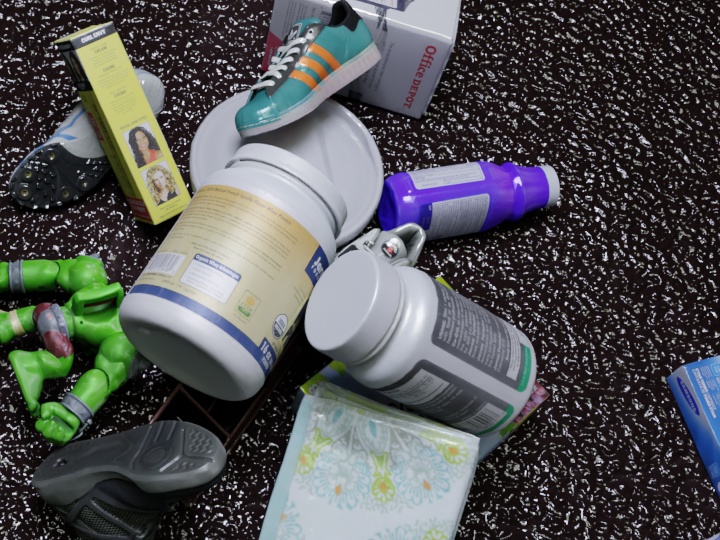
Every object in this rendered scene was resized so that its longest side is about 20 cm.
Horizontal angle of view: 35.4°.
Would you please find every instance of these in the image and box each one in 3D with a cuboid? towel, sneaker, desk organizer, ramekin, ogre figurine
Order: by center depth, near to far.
[{"bbox_3d":[-0.184,0.198,0.991,0.115,0.199,0.076,60,30,-26],"label":"sneaker"},{"bbox_3d":[0.004,0.219,1.030,0.170,0.048,0.201,17,87,12],"label":"towel"},{"bbox_3d":[-0.278,0.060,1.069,0.119,0.098,0.200,-22,43,-18],"label":"ogre figurine"},{"bbox_3d":[-0.133,0.117,1.087,0.072,0.077,0.200,32,61,5],"label":"desk organizer"},{"bbox_3d":[0.000,0.000,1.127,0.074,0.089,0.200,43,37,7],"label":"sneaker"},{"bbox_3d":[-0.065,-0.207,1.151,0.200,0.071,0.080,-42,113,-35],"label":"sneaker"},{"bbox_3d":[-0.081,-0.088,1.195,0.201,0.094,0.203,5,62,-9],"label":"ramekin"},{"bbox_3d":[-0.291,-0.138,1.198,0.200,0.072,0.072,-45,119,-17],"label":"sneaker"}]

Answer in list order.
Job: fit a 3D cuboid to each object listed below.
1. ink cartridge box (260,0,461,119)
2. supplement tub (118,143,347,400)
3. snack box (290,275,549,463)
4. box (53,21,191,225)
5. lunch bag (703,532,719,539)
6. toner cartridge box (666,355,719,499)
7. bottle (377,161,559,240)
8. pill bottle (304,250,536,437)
[{"bbox_3d":[0.000,-0.270,1.277,0.199,0.145,0.085,16,60,-4],"label":"ink cartridge box"},{"bbox_3d":[-0.109,0.000,1.018,0.144,0.145,0.200,29,66,3],"label":"supplement tub"},{"bbox_3d":[0.060,0.131,1.129,0.200,0.068,0.169,-38,78,-25],"label":"snack box"},{"bbox_3d":[-0.239,-0.148,1.143,0.050,0.075,0.201,-30,111,-21],"label":"box"},{"bbox_3d":[0.313,0.312,1.034,0.200,0.170,0.124,-39,80,-27],"label":"lunch bag"},{"bbox_3d":[0.411,0.187,1.193,0.095,0.043,0.201,-11,66,-19],"label":"toner cartridge box"},{"bbox_3d":[0.121,-0.080,1.242,0.199,0.084,0.066,-10,59,-17],"label":"bottle"},{"bbox_3d":[0.055,0.065,1.013,0.200,0.113,0.114,30,55,-33],"label":"pill bottle"}]
